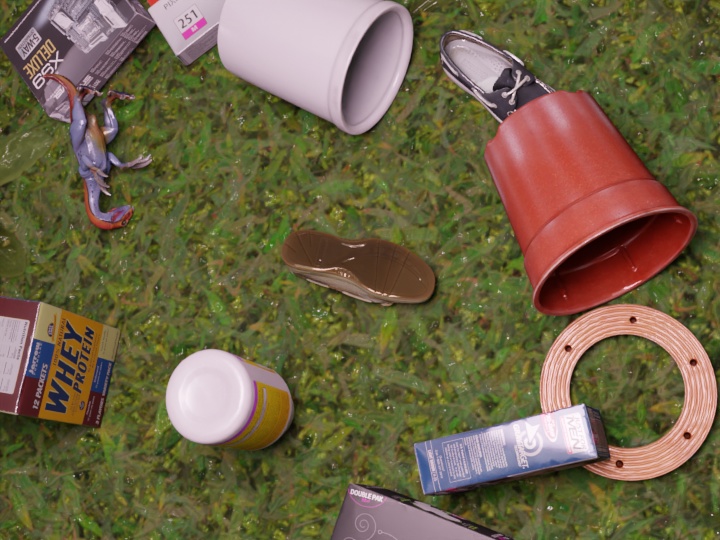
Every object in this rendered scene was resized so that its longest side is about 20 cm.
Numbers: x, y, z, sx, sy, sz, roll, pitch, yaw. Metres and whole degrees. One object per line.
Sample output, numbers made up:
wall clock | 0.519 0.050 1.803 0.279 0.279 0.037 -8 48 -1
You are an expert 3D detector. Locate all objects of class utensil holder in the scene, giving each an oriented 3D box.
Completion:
utensil holder | -0.059 -0.291 1.297 0.199 0.170 0.171 28 85 21

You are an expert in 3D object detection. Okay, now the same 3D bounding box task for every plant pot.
plant pot | 0.247 -0.086 1.160 0.199 0.201 0.197 -27 63 8

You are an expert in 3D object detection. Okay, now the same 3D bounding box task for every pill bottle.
pill bottle | -0.143 0.158 1.196 0.103 0.200 0.105 -4 76 15

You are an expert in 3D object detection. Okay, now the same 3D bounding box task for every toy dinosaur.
toy dinosaur | -0.358 -0.156 1.391 0.199 0.104 0.183 26 108 39

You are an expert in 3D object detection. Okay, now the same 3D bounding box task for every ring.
ring | 0.307 0.139 1.171 0.198 0.019 0.203 -3 77 15

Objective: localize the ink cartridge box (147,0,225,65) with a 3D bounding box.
ink cartridge box | -0.215 -0.418 1.437 0.199 0.044 0.174 -36 72 5

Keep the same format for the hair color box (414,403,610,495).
hair color box | 0.171 0.204 1.138 0.198 0.100 0.061 -17 74 19

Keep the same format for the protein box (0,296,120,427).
protein box | -0.451 0.111 1.294 0.198 0.199 0.136 7 79 17

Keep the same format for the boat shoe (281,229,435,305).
boat shoe | -0.001 0.002 1.276 0.198 0.063 0.074 11 68 11

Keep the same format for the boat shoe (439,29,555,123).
boat shoe | 0.177 -0.233 1.273 0.199 0.060 0.076 33 87 20

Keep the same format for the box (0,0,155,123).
box | -0.407 -0.338 1.449 0.200 0.050 0.158 -44 69 15

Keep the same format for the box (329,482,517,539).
box | 0.068 0.342 1.134 0.198 0.124 0.150 17 82 20
